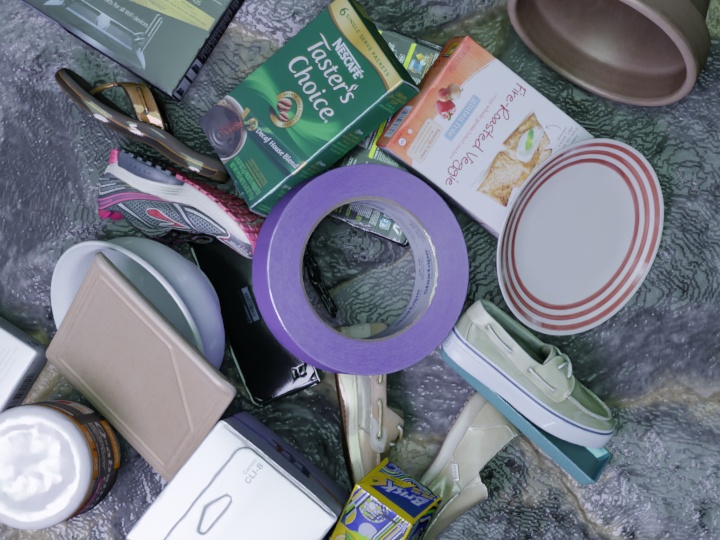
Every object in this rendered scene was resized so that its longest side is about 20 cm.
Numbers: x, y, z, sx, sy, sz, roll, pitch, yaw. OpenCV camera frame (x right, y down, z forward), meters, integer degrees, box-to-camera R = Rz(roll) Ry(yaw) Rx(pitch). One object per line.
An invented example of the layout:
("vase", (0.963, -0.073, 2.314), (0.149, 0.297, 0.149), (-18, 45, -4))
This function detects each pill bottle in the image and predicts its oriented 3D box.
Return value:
("pill bottle", (-0.296, 0.183, 1.705), (0.116, 0.200, 0.117), (0, 88, 4))

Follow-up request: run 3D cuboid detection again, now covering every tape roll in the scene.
("tape roll", (0.000, 0.000, 1.695), (0.200, 0.066, 0.201), (1, 87, -16))

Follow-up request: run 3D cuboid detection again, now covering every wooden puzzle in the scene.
("wooden puzzle", (-0.208, 0.094, 1.690), (0.185, 0.200, 0.037), (45, 50, 9))

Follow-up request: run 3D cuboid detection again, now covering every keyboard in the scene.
("keyboard", (-0.087, 0.025, 1.788), (0.127, 0.021, 0.200), (-22, 88, 8))

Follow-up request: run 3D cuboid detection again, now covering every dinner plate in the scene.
("dinner plate", (0.210, -0.034, 1.720), (0.200, 0.024, 0.201), (-14, 117, -28))

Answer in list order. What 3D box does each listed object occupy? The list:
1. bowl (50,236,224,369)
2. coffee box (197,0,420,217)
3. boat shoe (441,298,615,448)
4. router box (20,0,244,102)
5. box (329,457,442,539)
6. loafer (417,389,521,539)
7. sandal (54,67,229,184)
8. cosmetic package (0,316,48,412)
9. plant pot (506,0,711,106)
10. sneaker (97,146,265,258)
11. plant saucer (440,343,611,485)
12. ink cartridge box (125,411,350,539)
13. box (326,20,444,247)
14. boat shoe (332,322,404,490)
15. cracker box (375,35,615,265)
("bowl", (-0.201, 0.045, 1.739), (0.201, 0.201, 0.090), (50, 47, 4))
("coffee box", (-0.053, -0.161, 1.726), (0.200, 0.044, 0.123), (-38, 65, 15))
("boat shoe", (0.173, 0.102, 1.720), (0.200, 0.072, 0.062), (32, 117, -13))
("router box", (-0.227, -0.290, 1.791), (0.200, 0.052, 0.157), (33, 90, 4))
("box", (0.003, 0.282, 1.699), (0.070, 0.064, 0.200), (35, 123, 17))
("loafer", (0.092, 0.214, 1.741), (0.068, 0.076, 0.200), (29, 89, 10))
("sandal", (-0.211, -0.153, 1.767), (0.200, 0.082, 0.055), (30, 93, 9))
("cosmetic package", (-0.423, 0.070, 1.781), (0.200, 0.071, 0.102), (33, 90, 4))
("plant pot", (0.264, -0.285, 1.705), (0.200, 0.200, 0.175), (27, 73, 4))
("sneaker", (-0.173, -0.055, 1.760), (0.200, 0.081, 0.075), (25, 97, 28))
("plant saucer", (0.161, 0.133, 1.748), (0.200, 0.070, 0.019), (43, 118, 4))
("ink cartridge box", (-0.112, 0.235, 1.691), (0.145, 0.200, 0.145), (39, 91, 4))
("box", (0.008, -0.144, 1.776), (0.160, 0.044, 0.200), (21, 89, 5))
("boat shoe", (0.014, 0.151, 1.752), (0.065, 0.072, 0.200), (-8, 88, -6))
("cracker box", (0.134, -0.116, 1.731), (0.200, 0.058, 0.134), (36, 88, -14))
